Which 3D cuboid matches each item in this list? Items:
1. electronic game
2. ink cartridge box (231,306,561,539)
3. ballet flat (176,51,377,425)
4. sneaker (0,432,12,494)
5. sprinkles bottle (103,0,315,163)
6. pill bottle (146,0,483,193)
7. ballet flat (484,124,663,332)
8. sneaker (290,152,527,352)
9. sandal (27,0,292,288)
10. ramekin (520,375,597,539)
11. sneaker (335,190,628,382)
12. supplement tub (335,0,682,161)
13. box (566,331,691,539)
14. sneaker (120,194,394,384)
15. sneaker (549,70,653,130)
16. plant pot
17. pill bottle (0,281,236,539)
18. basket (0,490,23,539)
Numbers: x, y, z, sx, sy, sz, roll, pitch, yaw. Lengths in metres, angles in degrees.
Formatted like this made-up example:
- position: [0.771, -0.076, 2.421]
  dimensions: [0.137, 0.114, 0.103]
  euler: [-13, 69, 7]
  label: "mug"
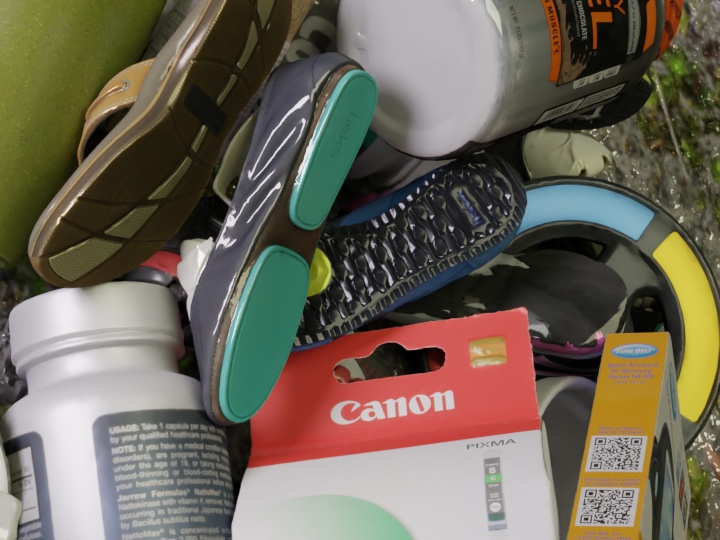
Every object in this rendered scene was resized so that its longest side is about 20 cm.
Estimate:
- position: [0.131, 0.041, 1.166]
  dimensions: [0.198, 0.042, 0.202]
  euler: [1, 83, -7]
  label: "electronic game"
- position: [0.017, 0.104, 0.947]
  dimensions: [0.159, 0.050, 0.201]
  euler: [-8, 58, 7]
  label: "ink cartridge box"
- position: [-0.053, -0.020, 0.973]
  dimensions: [0.073, 0.073, 0.201]
  euler: [23, 83, -24]
  label: "ballet flat"
- position: [-0.251, 0.070, 0.928]
  dimensions: [0.090, 0.078, 0.200]
  euler: [-34, 82, -37]
  label: "sneaker"
- position: [-0.078, -0.119, 1.019]
  dimensions: [0.068, 0.068, 0.201]
  euler: [30, 97, -21]
  label: "sprinkles bottle"
- position: [-0.020, -0.126, 1.127]
  dimensions: [0.199, 0.113, 0.114]
  euler: [32, 58, -19]
  label: "pill bottle"
- position: [0.147, -0.043, 1.234]
  dimensions: [0.068, 0.068, 0.201]
  euler: [-30, 90, -37]
  label: "ballet flat"
- position: [0.000, 0.000, 1.040]
  dimensions: [0.199, 0.078, 0.066]
  euler: [-24, 80, -14]
  label: "sneaker"
- position: [-0.106, -0.077, 0.951]
  dimensions: [0.201, 0.054, 0.080]
  euler: [-59, 149, -13]
  label: "sandal"
- position: [0.085, 0.165, 1.055]
  dimensions: [0.200, 0.104, 0.202]
  euler: [22, 64, -56]
  label: "ramekin"
- position: [0.065, 0.024, 1.111]
  dimensions: [0.199, 0.087, 0.081]
  euler: [23, 65, 27]
  label: "sneaker"
- position: [0.090, -0.141, 1.061]
  dimensions: [0.199, 0.122, 0.123]
  euler: [-23, 86, -46]
  label: "supplement tub"
- position: [0.144, 0.125, 0.985]
  dimensions: [0.201, 0.041, 0.120]
  euler: [-67, 150, -51]
  label: "box"
- position: [-0.038, 0.029, 1.082]
  dimensions: [0.200, 0.071, 0.098]
  euler: [35, 59, -16]
  label: "sneaker"
- position: [0.098, -0.158, 1.215]
  dimensions: [0.199, 0.074, 0.081]
  euler: [23, 50, 1]
  label: "sneaker"
- position: [-0.199, -0.109, 0.978]
  dimensions: [0.186, 0.187, 0.202]
  euler: [18, 77, -27]
  label: "plant pot"
- position: [-0.124, 0.114, 0.963]
  dimensions: [0.119, 0.119, 0.202]
  euler: [1, 72, -33]
  label: "pill bottle"
- position: [-0.254, 0.146, 0.822]
  dimensions: [0.135, 0.200, 0.124]
  euler: [25, 67, -23]
  label: "basket"
